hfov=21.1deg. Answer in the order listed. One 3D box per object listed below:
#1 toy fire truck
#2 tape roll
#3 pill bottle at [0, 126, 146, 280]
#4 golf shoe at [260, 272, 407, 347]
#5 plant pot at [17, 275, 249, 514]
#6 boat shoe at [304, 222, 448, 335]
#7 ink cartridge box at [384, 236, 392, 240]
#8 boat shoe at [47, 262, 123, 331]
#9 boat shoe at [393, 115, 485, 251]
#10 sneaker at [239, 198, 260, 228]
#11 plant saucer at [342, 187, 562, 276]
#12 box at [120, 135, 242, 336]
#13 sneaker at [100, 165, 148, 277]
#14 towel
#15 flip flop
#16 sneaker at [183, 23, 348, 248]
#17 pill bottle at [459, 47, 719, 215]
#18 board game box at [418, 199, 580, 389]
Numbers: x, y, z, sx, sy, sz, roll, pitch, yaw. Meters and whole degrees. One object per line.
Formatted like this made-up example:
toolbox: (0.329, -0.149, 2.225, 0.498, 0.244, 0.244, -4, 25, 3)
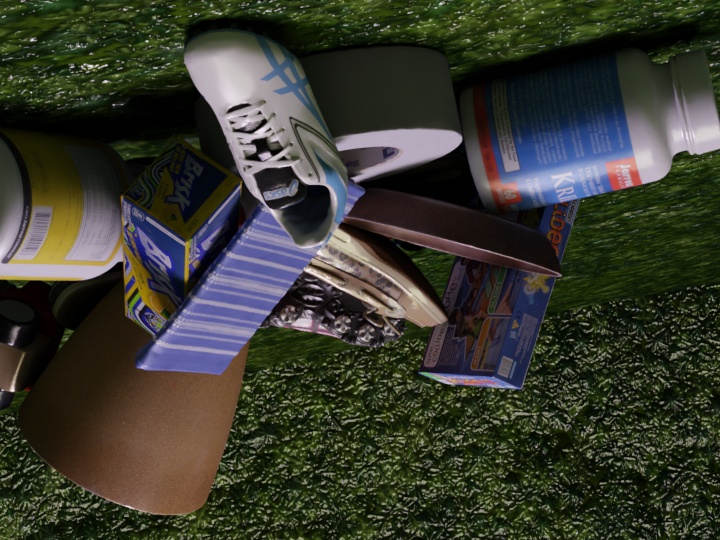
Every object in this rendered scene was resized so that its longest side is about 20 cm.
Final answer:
toy fire truck: (-0.348, 0.036, 1.799, 0.176, 0.129, 0.200, 27, -153, 9)
tape roll: (-0.025, -0.111, 1.484, 0.200, 0.066, 0.200, -11, 173, -1)
pill bottle: (-0.239, -0.049, 1.461, 0.112, 0.112, 0.200, -15, 171, 30)
golf shoe: (-0.046, 0.025, 1.868, 0.200, 0.077, 0.088, 11, 179, -31)
plant pot: (-0.175, 0.080, 1.703, 0.186, 0.186, 0.200, 1, 122, -58)
boat shoe: (0.000, 0.000, 1.731, 0.063, 0.073, 0.200, -45, 124, 12)
ink cartridge box: (-0.064, -0.046, 1.829, 0.116, 0.067, 0.200, 8, 164, -32)
boat shoe: (-0.222, 0.004, 1.784, 0.201, 0.066, 0.072, -15, 148, -54)
boat shoe: (0.089, -0.067, 1.732, 0.068, 0.084, 0.200, 17, 152, -14)
sneaker: (-0.120, -0.042, 1.674, 0.077, 0.085, 0.200, 13, 178, -16)
plant saucer: (0.076, -0.035, 1.624, 0.200, 0.035, 0.200, 14, 178, 0)
box: (-0.138, -0.014, 1.485, 0.070, 0.064, 0.200, -50, 166, -25)
sneaker: (-0.248, -0.031, 1.685, 0.200, 0.082, 0.075, -17, 170, 37)
towel: (-0.086, 0.000, 1.494, 0.200, 0.024, 0.145, -52, 161, 10)
flip flop: (-0.008, -0.099, 1.658, 0.199, 0.058, 0.081, 3, 171, 16)
sneaker: (-0.060, -0.091, 1.322, 0.072, 0.073, 0.200, -16, 139, 17)
pill bottle: (0.189, -0.117, 1.569, 0.199, 0.113, 0.112, -13, 172, 13)
board game box: (0.127, 0.006, 1.757, 0.034, 0.200, 0.135, 23, 169, -25)
